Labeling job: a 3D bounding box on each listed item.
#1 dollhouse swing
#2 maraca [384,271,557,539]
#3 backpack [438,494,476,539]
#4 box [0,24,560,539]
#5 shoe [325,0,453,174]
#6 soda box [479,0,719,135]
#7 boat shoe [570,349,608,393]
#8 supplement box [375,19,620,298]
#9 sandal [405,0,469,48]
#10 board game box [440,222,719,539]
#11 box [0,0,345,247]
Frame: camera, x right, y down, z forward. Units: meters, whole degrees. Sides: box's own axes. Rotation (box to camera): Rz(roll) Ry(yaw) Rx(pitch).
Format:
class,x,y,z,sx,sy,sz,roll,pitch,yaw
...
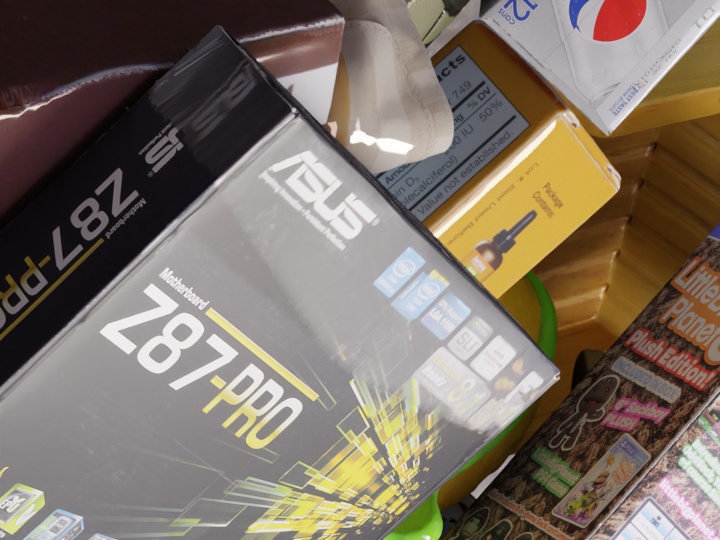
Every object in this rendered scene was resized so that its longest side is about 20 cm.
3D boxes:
class,x,y,z,sx,sy,sz,roll,pitch,yaw
dollhouse swing,0.137,0.013,1.247,0.181,0.176,0.201,-14,138,-31
maraca,0.006,0.056,1.169,0.200,0.136,0.107,-58,135,-44
backpack,-0.019,0.158,1.248,0.200,0.190,0.155,-10,131,-61
box,-0.044,0.036,0.874,0.161,0.049,0.200,-44,144,2
shoe,-0.022,-0.110,0.950,0.053,0.201,0.070,-8,146,-18
soda box,0.089,-0.110,1.067,0.068,0.063,0.200,-47,-173,11
boat shoe,0.124,0.121,1.266,0.064,0.073,0.201,0,131,4
supplement box,0.000,0.000,1.095,0.200,0.069,0.067,-39,146,3
sandal,0.023,-0.123,1.042,0.080,0.057,0.201,-47,-173,24
board game box,0.156,0.104,1.165,0.200,0.097,0.159,-47,113,-6
box,-0.134,-0.057,0.907,0.165,0.200,0.165,-14,138,-30
